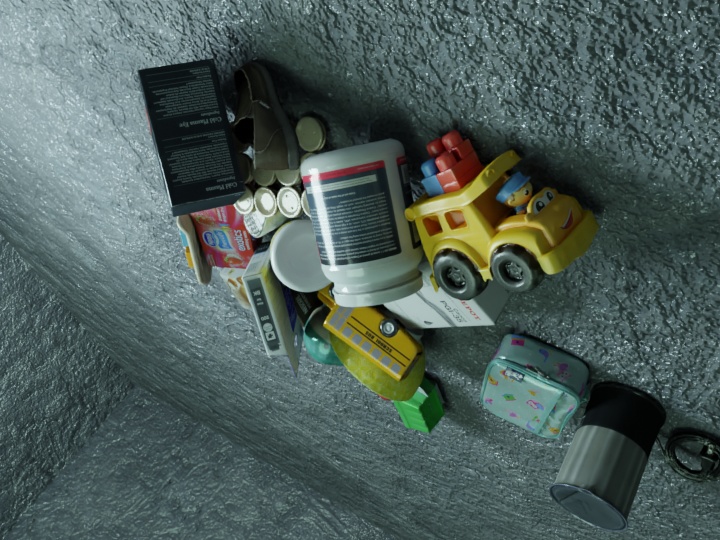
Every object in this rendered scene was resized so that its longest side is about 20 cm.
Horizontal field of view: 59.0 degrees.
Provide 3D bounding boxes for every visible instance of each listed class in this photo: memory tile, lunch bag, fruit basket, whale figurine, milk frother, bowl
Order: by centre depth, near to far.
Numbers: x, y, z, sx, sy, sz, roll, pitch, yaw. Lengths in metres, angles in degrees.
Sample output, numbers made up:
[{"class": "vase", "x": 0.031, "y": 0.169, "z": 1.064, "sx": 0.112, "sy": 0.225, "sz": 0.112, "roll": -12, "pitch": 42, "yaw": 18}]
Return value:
[{"class": "milk frother", "x": 0.422, "y": 0.305, "z": 0.958, "sx": 0.200, "sy": 0.188, "sz": 0.181, "roll": 4, "pitch": 139, "yaw": 45}, {"class": "memory tile", "x": -0.128, "y": -0.155, "z": 0.975, "sx": 0.199, "sy": 0.017, "sz": 0.154, "roll": 7, "pitch": 109, "yaw": 34}, {"class": "lunch bag", "x": 0.289, "y": 0.198, "z": 1.062, "sx": 0.160, "sy": 0.077, "sz": 0.200, "roll": 26, "pitch": 150, "yaw": 19}, {"class": "bowl", "x": 0.053, "y": 0.129, "z": 1.168, "sx": 0.200, "sy": 0.200, "sz": 0.108, "roll": 39, "pitch": 109, "yaw": -4}, {"class": "whale figurine", "x": -0.025, "y": 0.157, "z": 1.285, "sx": 0.200, "sy": 0.104, "sz": 0.159, "roll": 32, "pitch": -165, "yaw": -8}, {"class": "fruit basket", "x": 0.089, "y": 0.258, "z": 1.394, "sx": 0.200, "sy": 0.094, "sz": 0.186, "roll": 32, "pitch": 156, "yaw": 43}]

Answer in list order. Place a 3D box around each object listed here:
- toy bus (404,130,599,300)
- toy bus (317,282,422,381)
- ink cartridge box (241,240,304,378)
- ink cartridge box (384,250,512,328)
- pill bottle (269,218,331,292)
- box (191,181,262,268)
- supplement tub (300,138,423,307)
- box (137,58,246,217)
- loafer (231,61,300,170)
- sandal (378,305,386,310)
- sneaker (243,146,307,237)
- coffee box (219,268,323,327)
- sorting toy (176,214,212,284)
[{"class": "toy bus", "x": 0.154, "y": -0.080, "z": 0.766, "sx": 0.200, "sy": 0.136, "sz": 0.192, "roll": -10, "pitch": 112, "yaw": 51}, {"class": "toy bus", "x": 0.010, "y": 0.095, "z": 1.065, "sx": 0.200, "sy": 0.078, "sz": 0.065, "roll": 35, "pitch": -176, "yaw": 15}, {"class": "ink cartridge box", "x": -0.151, "y": 0.067, "z": 1.140, "sx": 0.043, "sy": 0.198, "sz": 0.201, "roll": -15, "pitch": 108, "yaw": 4}, {"class": "ink cartridge box", "x": 0.111, "y": 0.012, "z": 0.973, "sx": 0.147, "sy": 0.083, "sz": 0.200, "roll": 47, "pitch": 150, "yaw": -22}, {"class": "pill bottle", "x": -0.095, "y": -0.030, "z": 1.058, "sx": 0.112, "sy": 0.113, "sz": 0.200, "roll": 41, "pitch": 178, "yaw": -9}, {"class": "box", "x": -0.241, "y": -0.094, "z": 1.164, "sx": 0.099, "sy": 0.096, "sz": 0.200, "roll": 3, "pitch": 147, "yaw": 1}, {"class": "supplement tub", "x": 0.006, "y": -0.065, "z": 0.847, "sx": 0.140, "sy": 0.140, "sz": 0.201, "roll": 1, "pitch": 106, "yaw": 48}, {"class": "box", "x": -0.245, "y": -0.181, "z": 0.920, "sx": 0.200, "sy": 0.104, "sz": 0.183, "roll": -179, "pitch": 75, "yaw": -74}, {"class": "loafer", "x": -0.142, "y": -0.211, "z": 0.856, "sx": 0.073, "sy": 0.071, "sz": 0.200, "roll": 94, "pitch": 155, "yaw": -50}, {"class": "sandal", "x": 0.000, "y": 0.001, "z": 1.083, "sx": 0.043, "sy": 0.076, "sz": 0.200, "roll": -20, "pitch": 129, "yaw": 12}, {"class": "sneaker", "x": -0.126, "y": -0.142, "z": 1.044, "sx": 0.073, "sy": 0.085, "sz": 0.200, "roll": 50, "pitch": 134, "yaw": 13}, {"class": "coffee box", "x": -0.186, "y": 0.036, "z": 1.347, "sx": 0.200, "sy": 0.080, "sz": 0.115, "roll": 12, "pitch": 144, "yaw": 38}, {"class": "sorting toy", "x": -0.314, "y": -0.097, "z": 1.201, "sx": 0.036, "sy": 0.186, "sz": 0.200, "roll": -3, "pitch": 149, "yaw": -2}]
